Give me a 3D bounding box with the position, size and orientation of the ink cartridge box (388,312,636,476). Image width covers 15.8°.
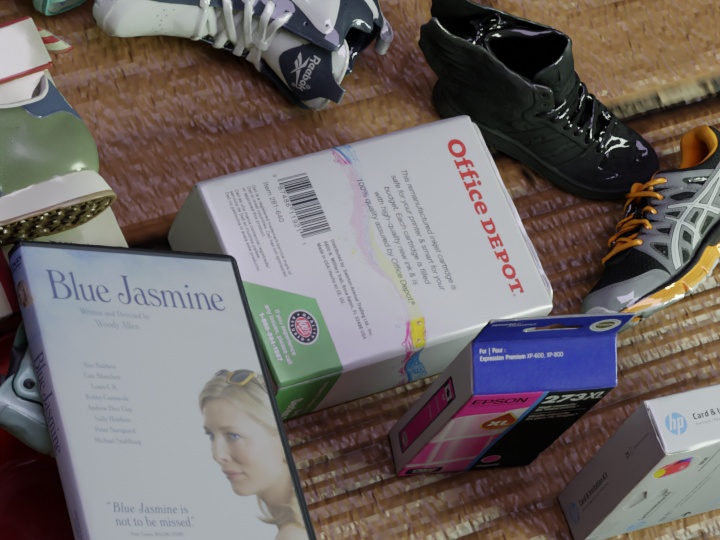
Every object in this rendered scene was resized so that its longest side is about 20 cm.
[{"bbox_3d":[0.091,0.076,1.577,0.094,0.200,0.037,-3,66,-19],"label":"ink cartridge box"}]

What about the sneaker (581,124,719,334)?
[{"bbox_3d":[0.201,-0.024,1.730,0.077,0.078,0.200,53,50,-5],"label":"sneaker"}]

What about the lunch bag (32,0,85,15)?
[{"bbox_3d":[-0.150,-0.260,1.682,0.200,0.160,0.077,-39,77,-23],"label":"lunch bag"}]

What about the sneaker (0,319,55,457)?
[{"bbox_3d":[-0.154,0.116,1.422,0.118,0.074,0.201,11,53,-21],"label":"sneaker"}]

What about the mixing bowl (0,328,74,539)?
[{"bbox_3d":[-0.169,0.140,1.511,0.200,0.108,0.201,7,65,-15],"label":"mixing bowl"}]

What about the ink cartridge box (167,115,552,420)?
[{"bbox_3d":[0.000,0.000,1.649,0.200,0.084,0.145,-15,72,-24],"label":"ink cartridge box"}]

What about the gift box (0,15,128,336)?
[{"bbox_3d":[-0.247,-0.041,1.536,0.200,0.185,0.187,-23,83,-30],"label":"gift box"}]

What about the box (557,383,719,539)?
[{"bbox_3d":[0.242,0.110,1.639,0.200,0.156,0.041,-13,68,-23],"label":"box"}]

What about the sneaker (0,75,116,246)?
[{"bbox_3d":[-0.239,-0.053,1.411,0.200,0.067,0.090,-14,77,-25],"label":"sneaker"}]

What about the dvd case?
[{"bbox_3d":[-0.108,0.073,1.418,0.142,0.018,0.200,4,54,-33],"label":"dvd case"}]

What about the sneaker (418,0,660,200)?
[{"bbox_3d":[0.123,-0.117,1.734,0.199,0.104,0.060,24,60,-7],"label":"sneaker"}]

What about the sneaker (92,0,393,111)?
[{"bbox_3d":[-0.066,-0.158,1.703,0.199,0.080,0.130,-13,62,-34],"label":"sneaker"}]
